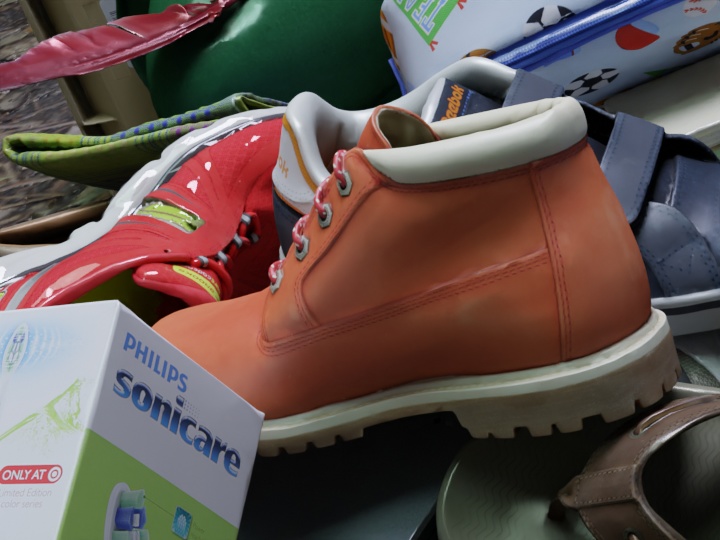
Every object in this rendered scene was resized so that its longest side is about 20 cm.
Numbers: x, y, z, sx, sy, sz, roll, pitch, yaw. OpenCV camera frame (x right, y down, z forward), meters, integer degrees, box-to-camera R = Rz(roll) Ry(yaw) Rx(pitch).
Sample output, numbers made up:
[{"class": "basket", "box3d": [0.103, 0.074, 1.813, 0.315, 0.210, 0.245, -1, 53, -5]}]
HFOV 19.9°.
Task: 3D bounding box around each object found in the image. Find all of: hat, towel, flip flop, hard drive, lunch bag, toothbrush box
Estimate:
[{"class": "hat", "box3d": [-0.065, -0.084, 0.981, 0.198, 0.167, 0.176, -11, 29, 17]}, {"class": "towel", "box3d": [-0.052, -0.054, 0.960, 0.143, 0.023, 0.199, -7, -7, 36]}, {"class": "flip flop", "box3d": [0.112, 0.070, 0.626, 0.199, 0.058, 0.082, 4, 70, 32]}, {"class": "hard drive", "box3d": [-0.043, 0.090, 0.750, 0.199, 0.033, 0.140, 4, 48, 45]}, {"class": "lunch bag", "box3d": [0.092, -0.094, 0.886, 0.159, 0.076, 0.200, -26, -15, 8]}, {"class": "toothbrush box", "box3d": [-0.128, 0.121, 0.629, 0.145, 0.086, 0.201, -5, 59, 33]}]

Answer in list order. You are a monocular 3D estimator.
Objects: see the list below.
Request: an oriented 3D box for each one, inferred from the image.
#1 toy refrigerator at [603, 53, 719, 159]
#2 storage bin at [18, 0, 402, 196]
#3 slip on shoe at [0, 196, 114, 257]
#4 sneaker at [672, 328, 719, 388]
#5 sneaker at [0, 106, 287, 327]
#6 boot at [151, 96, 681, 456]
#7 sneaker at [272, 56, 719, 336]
[{"class": "toy refrigerator", "box3d": [0.207, -0.061, 0.822, 0.199, 0.076, 0.070, -21, 25, 2]}, {"class": "storage bin", "box3d": [-0.074, -0.157, 1.100, 0.197, 0.201, 0.094, -13, 28, 18]}, {"class": "slip on shoe", "box3d": [-0.068, -0.019, 0.889, 0.198, 0.061, 0.076, -18, 25, 10]}, {"class": "sneaker", "box3d": [0.099, 0.015, 0.786, 0.115, 0.076, 0.200, -22, 31, -21]}, {"class": "sneaker", "box3d": [-0.069, 0.006, 0.786, 0.199, 0.077, 0.085, -36, 27, -26]}, {"class": "boot", "box3d": [0.000, 0.000, 0.678, 0.199, 0.108, 0.075, -10, 18, 28]}, {"class": "sneaker", "box3d": [0.062, -0.026, 0.718, 0.198, 0.080, 0.079, 0, 33, 14]}]
